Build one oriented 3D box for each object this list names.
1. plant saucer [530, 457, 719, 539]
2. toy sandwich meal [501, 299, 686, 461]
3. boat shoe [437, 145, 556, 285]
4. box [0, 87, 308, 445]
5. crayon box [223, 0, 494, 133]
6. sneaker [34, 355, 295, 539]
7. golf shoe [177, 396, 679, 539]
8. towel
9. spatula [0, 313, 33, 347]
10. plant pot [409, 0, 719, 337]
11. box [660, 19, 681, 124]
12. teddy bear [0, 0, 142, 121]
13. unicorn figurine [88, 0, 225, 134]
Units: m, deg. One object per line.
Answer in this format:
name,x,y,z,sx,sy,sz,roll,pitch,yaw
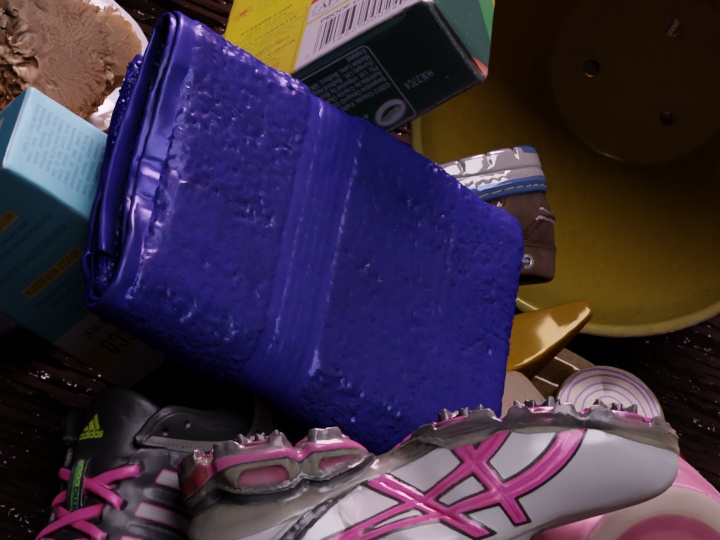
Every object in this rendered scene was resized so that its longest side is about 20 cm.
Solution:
plant saucer,0.117,0.167,1.103,0.200,0.051,0.202,8,78,-42
toy sandwich meal,0.081,0.093,1.194,0.204,0.070,0.206,15,48,-18
boat shoe,0.000,0.000,1.208,0.199,0.072,0.073,-16,81,-12
box,-0.087,0.009,1.129,0.200,0.082,0.049,33,44,-22
crayon box,0.000,-0.124,1.222,0.051,0.127,0.200,52,24,-24
sneaker,-0.101,0.095,1.062,0.200,0.073,0.088,-39,114,-42
golf shoe,0.031,0.102,1.034,0.199,0.073,0.093,-9,79,-3
towel,-0.024,-0.002,1.102,0.199,0.049,0.148,29,55,-27
spatula,-0.106,-0.010,1.203,0.056,0.021,0.200,13,37,40
plant pot,0.135,-0.084,1.310,0.200,0.200,0.142,34,21,1
box,0.146,-0.178,1.436,0.200,0.100,0.075,44,46,10
teddy bear,-0.182,-0.143,1.130,0.200,0.067,0.145,39,65,-21
unicorn figurine,-0.112,-0.103,1.257,0.137,0.074,0.200,-12,43,-37
